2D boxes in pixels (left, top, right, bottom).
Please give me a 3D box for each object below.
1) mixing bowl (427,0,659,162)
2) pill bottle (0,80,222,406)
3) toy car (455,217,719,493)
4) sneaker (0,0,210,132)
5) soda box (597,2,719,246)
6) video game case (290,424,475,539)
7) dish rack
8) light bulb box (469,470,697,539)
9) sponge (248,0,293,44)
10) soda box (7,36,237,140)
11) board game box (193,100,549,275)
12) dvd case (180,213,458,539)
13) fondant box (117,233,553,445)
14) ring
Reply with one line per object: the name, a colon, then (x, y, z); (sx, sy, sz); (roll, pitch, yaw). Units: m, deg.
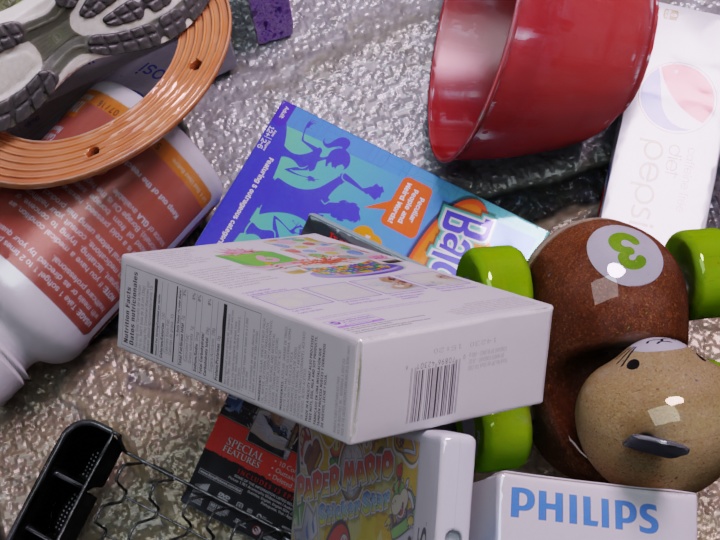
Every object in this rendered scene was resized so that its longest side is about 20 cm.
mixing bowl: (0.123, -0.156, 1.138); (0.108, 0.200, 0.201); (10, 70, -11)
pill bottle: (-0.191, -0.015, 1.132); (0.112, 0.112, 0.200); (38, 76, 14)
toy car: (0.162, 0.061, 0.986); (0.164, 0.200, 0.158); (-5, 102, -16)
sneaker: (-0.182, -0.163, 1.101); (0.200, 0.077, 0.089); (-30, 29, -9)
soda box: (0.197, -0.070, 1.159); (0.068, 0.064, 0.200); (13, 72, 6)
video game case: (0.004, 0.172, 0.965); (0.023, 0.200, 0.182); (5, 88, -22)
dish rack: (-0.117, 0.198, 1.073); (0.200, 0.055, 0.154); (25, 84, 11)
light bulb box: (0.081, 0.225, 0.971); (0.125, 0.198, 0.200); (10, 72, -22)
sponge: (-0.085, -0.269, 1.217); (0.030, 0.112, 0.200); (-15, 70, 0)
soda box: (-0.188, -0.135, 1.198); (0.200, 0.063, 0.068); (-27, 65, -7)
board game box: (0.000, 0.000, 1.153); (0.200, 0.045, 0.152); (27, 74, 11)
dvd case: (-0.008, 0.085, 1.097); (0.146, 0.022, 0.200); (25, 98, 11)
fondant box: (-0.017, 0.031, 0.970); (0.200, 0.144, 0.058); (19, 109, 45)
ring: (-0.172, -0.125, 1.119); (0.200, 0.019, 0.201); (-11, 49, 13)
